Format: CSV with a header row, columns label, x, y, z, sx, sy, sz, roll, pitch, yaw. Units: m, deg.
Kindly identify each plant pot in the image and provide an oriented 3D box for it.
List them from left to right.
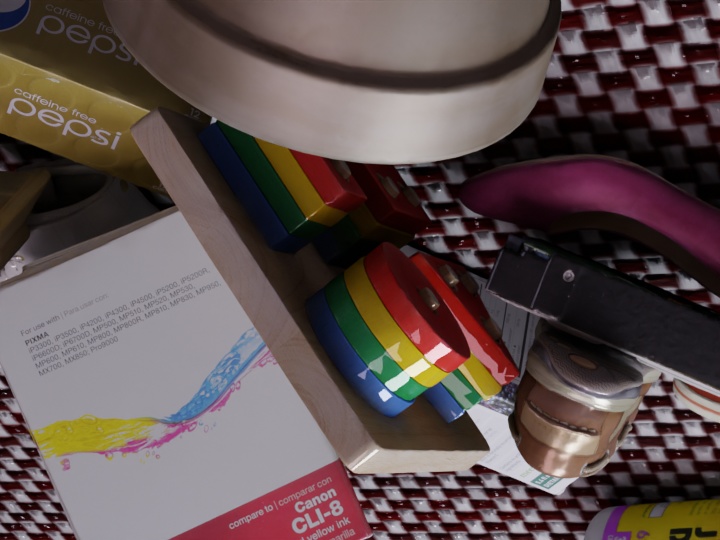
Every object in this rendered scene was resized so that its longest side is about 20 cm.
label,x,y,z,sx,sy,sz,roll,pitch,yaw
plant pot,0.004,-0.173,0.826,0.199,0.200,0.174,15,129,-2

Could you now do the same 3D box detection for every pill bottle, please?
label,x,y,z,sx,sy,sz,roll,pitch,yaw
pill bottle,0.253,0.201,1.316,0.199,0.105,0.104,-8,140,28

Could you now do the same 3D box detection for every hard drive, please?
label,x,y,z,sx,sy,sz,roll,pitch,yaw
hard drive,0.171,0.035,1.065,0.199,0.038,0.140,24,-176,11

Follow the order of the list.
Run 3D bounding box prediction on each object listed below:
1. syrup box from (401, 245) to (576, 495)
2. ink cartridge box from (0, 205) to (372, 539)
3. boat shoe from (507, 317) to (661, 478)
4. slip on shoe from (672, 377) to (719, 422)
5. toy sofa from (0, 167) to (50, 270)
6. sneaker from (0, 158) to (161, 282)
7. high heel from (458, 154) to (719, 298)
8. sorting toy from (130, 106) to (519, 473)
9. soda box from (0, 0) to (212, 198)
label,x,y,z,sx,sy,sz,roll,pitch,yaw
syrup box,0.054,0.053,1.196,0.199,0.082,0.079,22,144,-15
ink cartridge box,-0.102,0.073,1.084,0.144,0.201,0.145,-24,-178,-4
boat shoe,0.115,0.071,1.084,0.076,0.072,0.200,23,-173,14
slip on shoe,0.276,0.057,1.150,0.199,0.074,0.061,-1,109,30
toy sofa,-0.279,-0.059,1.098,0.200,0.083,0.098,37,136,-3
sneaker,-0.203,-0.011,1.209,0.199,0.074,0.116,-19,133,24
high heel,0.149,-0.008,1.057,0.199,0.096,0.067,2,173,7
sorting toy,0.000,0.000,1.007,0.070,0.199,0.200,-37,165,12
soda box,-0.173,-0.113,1.054,0.199,0.064,0.068,20,145,-10
